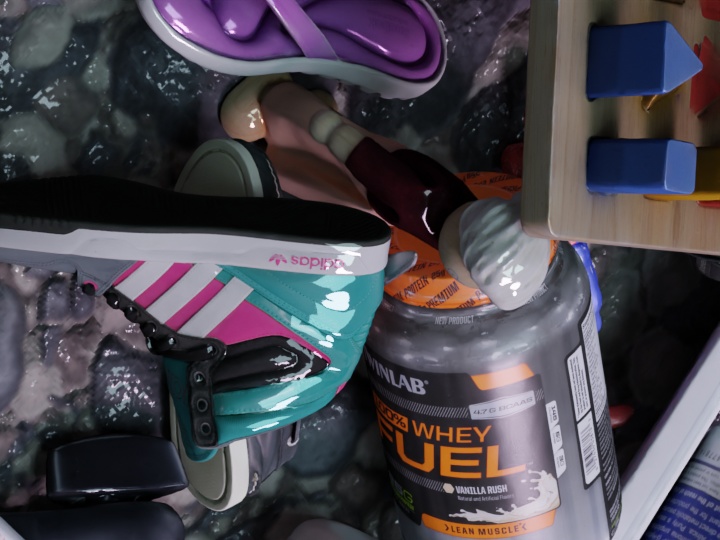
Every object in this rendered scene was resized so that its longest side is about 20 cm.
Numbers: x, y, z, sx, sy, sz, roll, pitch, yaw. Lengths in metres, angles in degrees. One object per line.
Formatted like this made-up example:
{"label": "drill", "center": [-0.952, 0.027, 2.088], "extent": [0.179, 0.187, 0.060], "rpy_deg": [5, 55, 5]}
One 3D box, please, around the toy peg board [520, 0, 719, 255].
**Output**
{"label": "toy peg board", "center": [0.176, -0.110, 1.364], "extent": [0.198, 0.097, 0.202], "rpy_deg": [5, 87, -48]}

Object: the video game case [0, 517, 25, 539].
{"label": "video game case", "center": [-0.199, 0.187, 1.422], "extent": [0.143, 0.018, 0.200], "rpy_deg": [-33, 138, 5]}

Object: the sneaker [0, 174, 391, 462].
{"label": "sneaker", "center": [-0.089, 0.025, 1.378], "extent": [0.198, 0.084, 0.122], "rpy_deg": [7, 109, 5]}

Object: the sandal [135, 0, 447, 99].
{"label": "sandal", "center": [-0.025, -0.132, 1.400], "extent": [0.202, 0.050, 0.083], "rpy_deg": [7, 64, -47]}

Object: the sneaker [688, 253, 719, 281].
{"label": "sneaker", "center": [0.202, -0.043, 1.580], "extent": [0.091, 0.076, 0.200], "rpy_deg": [-61, 160, -6]}

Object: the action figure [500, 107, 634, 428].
{"label": "action figure", "center": [0.131, -0.018, 1.594], "extent": [0.099, 0.065, 0.201], "rpy_deg": [-28, 128, -16]}

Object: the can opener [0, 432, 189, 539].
{"label": "can opener", "center": [-0.171, 0.132, 1.444], "extent": [0.199, 0.079, 0.063], "rpy_deg": [-8, 155, -32]}

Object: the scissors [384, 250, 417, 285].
{"label": "scissors", "center": [0.000, 0.000, 1.432], "extent": [0.014, 0.200, 0.074], "rpy_deg": [11, 66, -10]}

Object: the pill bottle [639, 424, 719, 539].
{"label": "pill bottle", "center": [0.192, 0.198, 1.633], "extent": [0.120, 0.119, 0.201], "rpy_deg": [40, 81, -43]}

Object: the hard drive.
{"label": "hard drive", "center": [0.176, 0.092, 1.659], "extent": [0.201, 0.027, 0.132], "rpy_deg": [-57, 174, 0]}

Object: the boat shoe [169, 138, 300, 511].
{"label": "boat shoe", "center": [-0.051, 0.021, 1.463], "extent": [0.066, 0.074, 0.201], "rpy_deg": [-19, 120, -36]}

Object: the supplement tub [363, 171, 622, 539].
{"label": "supplement tub", "center": [0.066, 0.058, 1.540], "extent": [0.122, 0.122, 0.201], "rpy_deg": [-29, 127, -24]}

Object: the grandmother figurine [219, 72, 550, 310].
{"label": "grandmother figurine", "center": [0.021, -0.036, 1.403], "extent": [0.121, 0.200, 0.061], "rpy_deg": [17, 101, -42]}

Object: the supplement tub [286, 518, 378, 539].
{"label": "supplement tub", "center": [-0.019, 0.247, 1.554], "extent": [0.144, 0.144, 0.201], "rpy_deg": [29, 92, -43]}
